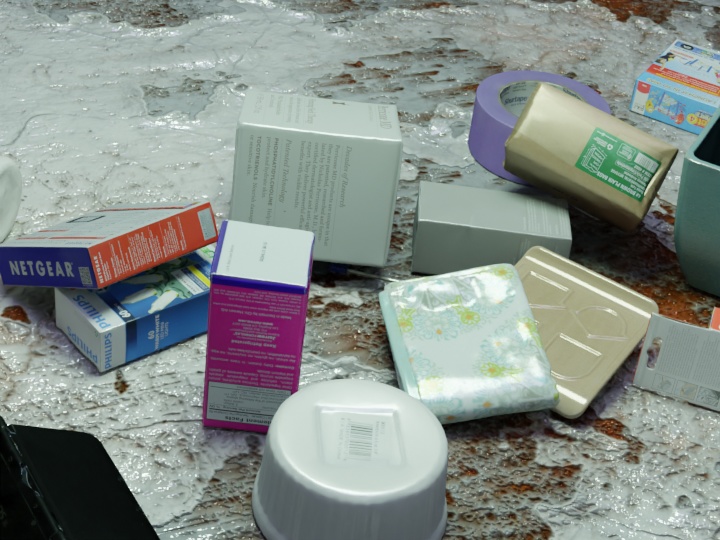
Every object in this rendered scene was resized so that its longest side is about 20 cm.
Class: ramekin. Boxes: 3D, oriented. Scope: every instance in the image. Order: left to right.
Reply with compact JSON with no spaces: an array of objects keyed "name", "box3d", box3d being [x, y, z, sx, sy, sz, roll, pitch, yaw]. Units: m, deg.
[{"name":"ramekin","box3d":[-0.006,0.198,1.359,0.199,0.098,0.201,5,35,-3]}]

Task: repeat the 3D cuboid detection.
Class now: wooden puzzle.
[{"name":"wooden puzzle","box3d":[0.226,0.075,1.613,0.184,0.047,0.200,27,52,25]}]

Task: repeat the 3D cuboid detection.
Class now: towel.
[{"name":"towel","box3d":[0.118,0.082,1.546,0.170,0.048,0.201,-10,49,-4]}]

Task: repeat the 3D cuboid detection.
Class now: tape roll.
[{"name":"tape roll","box3d":[0.260,-0.208,1.997,0.198,0.085,0.201,5,36,-4]}]

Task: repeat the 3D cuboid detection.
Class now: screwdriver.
[{"name":"screwdriver","box3d":[0.000,0.000,1.693,0.198,0.029,0.028,9,35,11]}]

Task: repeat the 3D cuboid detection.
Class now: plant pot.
[{"name":"plant pot","box3d":[0.504,-0.067,1.743,0.195,0.201,0.196,22,37,19]}]

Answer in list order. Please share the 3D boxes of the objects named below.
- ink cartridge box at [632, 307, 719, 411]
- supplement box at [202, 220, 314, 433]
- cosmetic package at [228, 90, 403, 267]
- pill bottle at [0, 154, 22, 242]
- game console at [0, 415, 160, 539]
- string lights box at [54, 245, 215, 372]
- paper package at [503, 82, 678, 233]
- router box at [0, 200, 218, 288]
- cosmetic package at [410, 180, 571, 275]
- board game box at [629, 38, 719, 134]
[{"name":"ink cartridge box","box3d":[0.421,0.105,1.562,0.198,0.110,0.050,17,36,12]},{"name":"supplement box","box3d":[-0.109,0.063,1.440,0.102,0.201,0.102,8,35,-2]},{"name":"cosmetic package","box3d":[-0.057,-0.117,1.709,0.198,0.168,0.168,6,21,-4]},{"name":"pill bottle","box3d":[-0.524,-0.103,1.667,0.198,0.117,0.117,14,35,9]},{"name":"game console","box3d":[-0.311,0.243,1.306,0.175,0.117,0.200,-37,47,-7]},{"name":"string lights box","box3d":[-0.238,0.036,1.574,0.199,0.059,0.103,-22,44,-35]},{"name":"paper package","box3d":[0.292,-0.144,1.781,0.199,0.104,0.191,28,0,7]},{"name":"router box","box3d":[-0.295,-0.031,1.586,0.199,0.049,0.179,1,19,45]},{"name":"cosmetic package","box3d":[0.165,-0.045,1.748,0.198,0.091,0.107,6,33,3]},{"name":"board game box","box3d":[0.557,-0.284,2.186,0.199,0.056,0.196,24,38,21]}]
